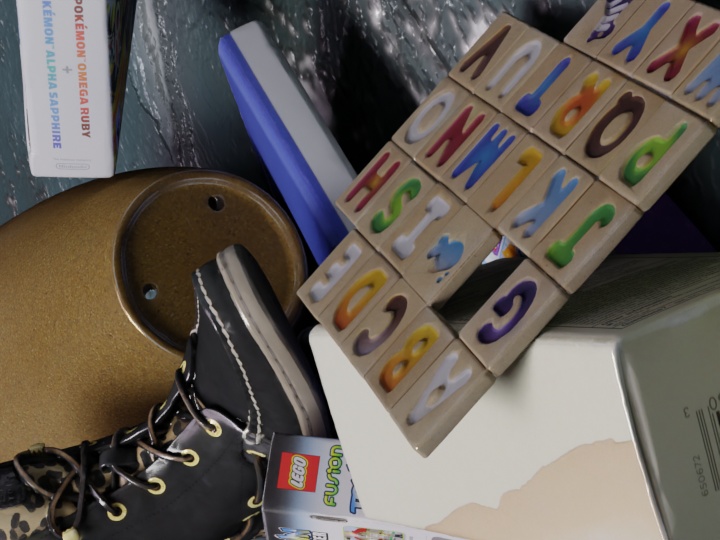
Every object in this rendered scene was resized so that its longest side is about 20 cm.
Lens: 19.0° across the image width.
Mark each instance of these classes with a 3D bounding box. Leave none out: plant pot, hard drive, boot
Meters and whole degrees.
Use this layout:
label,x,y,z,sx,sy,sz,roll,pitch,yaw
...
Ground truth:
label,x,y,z,sx,sy,sz,roll,pitch,yaw
plant pot,-0.100,0.025,1.047,0.187,0.186,0.200,66,153,7
hard drive,0.000,0.000,0.944,0.200,0.025,0.132,59,173,34
boot,-0.091,0.077,0.913,0.200,0.150,0.073,83,165,-61

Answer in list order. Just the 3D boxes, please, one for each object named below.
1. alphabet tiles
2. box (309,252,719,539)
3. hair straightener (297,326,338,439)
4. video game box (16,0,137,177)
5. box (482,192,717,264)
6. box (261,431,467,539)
label,x,y,z,sx,sy,sz,roll,pitch,yaw
alphabet tiles,0.049,-0.034,0.740,0.008,0.167,0.200,40,-177,-22
box,0.073,0.043,0.727,0.200,0.095,0.078,0,108,64
hair straightener,0.004,0.082,0.986,0.200,0.041,0.077,86,162,-62
video game box,-0.128,-0.176,0.998,0.182,0.047,0.200,91,180,-46
box,0.103,0.038,0.818,0.200,0.039,0.137,54,151,30
box,0.018,0.127,0.926,0.200,0.110,0.035,90,-173,-64
